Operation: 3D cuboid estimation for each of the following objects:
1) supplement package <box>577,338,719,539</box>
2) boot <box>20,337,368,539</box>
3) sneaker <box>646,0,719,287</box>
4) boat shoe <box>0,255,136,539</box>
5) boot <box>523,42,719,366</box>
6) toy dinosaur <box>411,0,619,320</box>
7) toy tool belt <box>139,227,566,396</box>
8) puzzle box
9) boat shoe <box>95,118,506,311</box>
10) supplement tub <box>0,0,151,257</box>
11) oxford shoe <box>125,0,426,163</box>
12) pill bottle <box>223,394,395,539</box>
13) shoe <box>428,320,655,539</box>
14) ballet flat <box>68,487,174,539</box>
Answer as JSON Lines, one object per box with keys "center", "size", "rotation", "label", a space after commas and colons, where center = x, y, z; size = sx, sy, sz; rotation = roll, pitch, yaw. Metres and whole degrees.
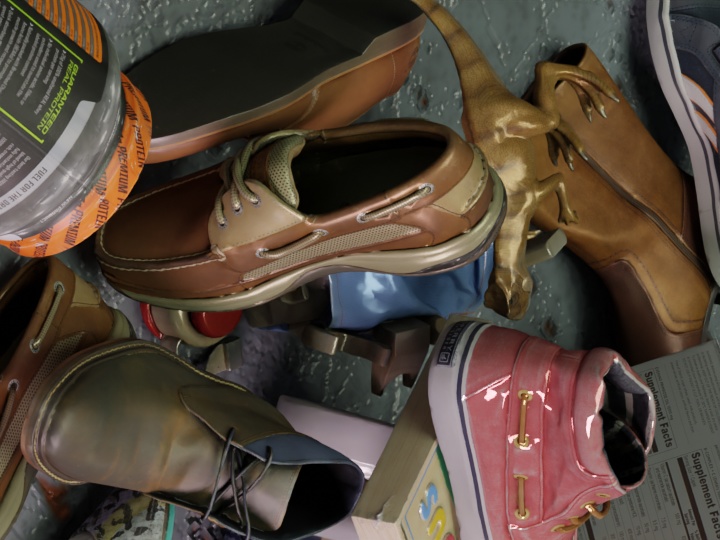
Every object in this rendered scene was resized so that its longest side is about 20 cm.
{"center": [0.185, 0.170, 1.598], "size": [0.111, 0.156, 0.200], "rotation": [-18, 130, 6], "label": "supplement package"}
{"center": [-0.074, 0.082, 1.362], "size": [0.200, 0.097, 0.075], "rotation": [8, 102, -63], "label": "boot"}
{"center": [0.228, -0.090, 1.667], "size": [0.078, 0.079, 0.201], "rotation": [-13, 87, -50], "label": "sneaker"}
{"center": [-0.188, 0.074, 1.356], "size": [0.200, 0.076, 0.074], "rotation": [-54, 125, -31], "label": "boat shoe"}
{"center": [0.140, 0.001, 1.646], "size": [0.200, 0.068, 0.189], "rotation": [43, 70, -39], "label": "boot"}
{"center": [0.069, -0.078, 1.444], "size": [0.106, 0.060, 0.200], "rotation": [-16, 85, -38], "label": "toy dinosaur"}
{"center": [0.000, 0.000, 1.475], "size": [0.200, 0.123, 0.125], "rotation": [-20, 112, -39], "label": "toy tool belt"}
{"center": [0.053, 0.136, 1.472], "size": [0.133, 0.025, 0.200], "rotation": [-62, 149, -34], "label": "puzzle box"}
{"center": [-0.033, -0.036, 1.384], "size": [0.074, 0.199, 0.076], "rotation": [62, 22, -52], "label": "boat shoe"}
{"center": [-0.190, -0.095, 1.276], "size": [0.200, 0.122, 0.123], "rotation": [41, 71, -40], "label": "supplement tub"}
{"center": [-0.045, -0.085, 1.457], "size": [0.200, 0.071, 0.071], "rotation": [-22, 136, -34], "label": "oxford shoe"}
{"center": [-0.021, 0.172, 1.498], "size": [0.116, 0.116, 0.201], "rotation": [15, 88, -44], "label": "pill bottle"}
{"center": [0.099, 0.106, 1.422], "size": [0.072, 0.091, 0.200], "rotation": [-61, 148, -36], "label": "shoe"}
{"center": [-0.143, 0.191, 1.422], "size": [0.072, 0.072, 0.201], "rotation": [15, 87, -44], "label": "ballet flat"}
